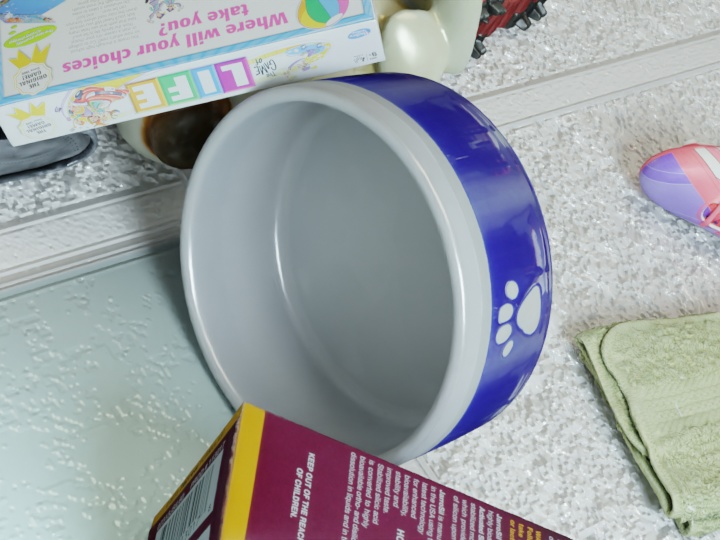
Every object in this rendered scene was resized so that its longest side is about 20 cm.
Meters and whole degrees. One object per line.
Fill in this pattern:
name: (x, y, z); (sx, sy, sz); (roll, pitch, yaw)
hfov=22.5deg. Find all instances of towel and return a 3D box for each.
towel: (0.237, 0.089, 1.155); (0.198, 0.037, 0.149); (-5, 58, -37)

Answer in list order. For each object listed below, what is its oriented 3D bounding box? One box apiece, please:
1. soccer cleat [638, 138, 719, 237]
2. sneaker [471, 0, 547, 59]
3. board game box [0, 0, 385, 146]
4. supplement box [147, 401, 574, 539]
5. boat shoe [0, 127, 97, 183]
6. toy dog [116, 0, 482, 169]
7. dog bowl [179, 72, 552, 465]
soccer cleat: (0.285, -0.033, 1.282); (0.198, 0.067, 0.077); (18, 50, -26)
sneaker: (0.070, -0.203, 1.268); (0.098, 0.071, 0.200); (46, 39, 7)
board game box: (-0.095, -0.149, 0.943); (0.198, 0.034, 0.136); (-12, 58, 3)
supplement box: (0.003, 0.159, 0.868); (0.198, 0.111, 0.086); (24, 44, -16)
boat shoe: (-0.221, -0.066, 0.940); (0.199, 0.072, 0.068); (-14, 61, -51)
toy dog: (-0.055, -0.124, 1.057); (0.198, 0.196, 0.140); (-12, 40, -26)
dog bowl: (0.000, 0.000, 0.939); (0.078, 0.200, 0.201); (-15, 64, -46)
